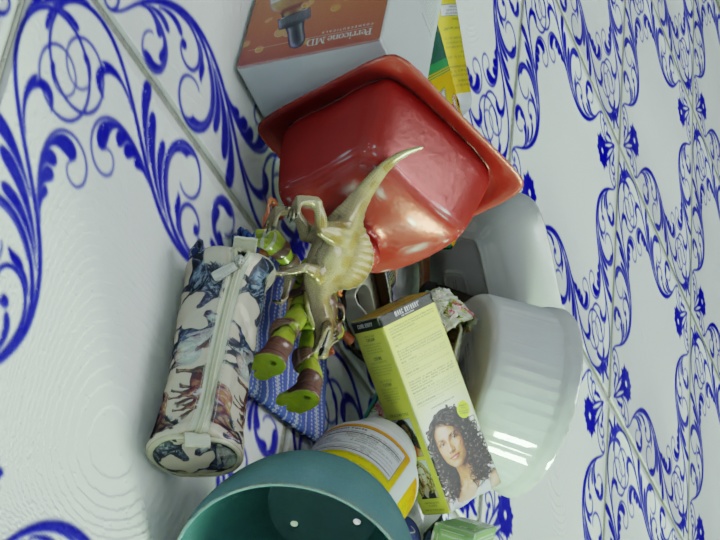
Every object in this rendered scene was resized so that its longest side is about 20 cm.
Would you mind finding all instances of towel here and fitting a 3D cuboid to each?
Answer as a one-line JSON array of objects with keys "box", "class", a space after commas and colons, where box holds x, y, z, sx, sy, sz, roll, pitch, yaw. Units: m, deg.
[{"box": [-0.070, 0.062, 1.638, 0.200, 0.024, 0.146, 45, 43, -57], "class": "towel"}]

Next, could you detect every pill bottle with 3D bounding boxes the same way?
[{"box": [0.062, -0.218, 1.948, 0.111, 0.110, 0.203, -20, 101, -67], "class": "pill bottle"}, {"box": [-0.013, 0.207, 1.613, 0.200, 0.108, 0.110, -45, 123, -63], "class": "pill bottle"}]

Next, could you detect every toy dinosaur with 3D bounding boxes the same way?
[{"box": [-0.026, -0.030, 1.537, 0.100, 0.058, 0.202, 21, 90, -27], "class": "toy dinosaur"}]

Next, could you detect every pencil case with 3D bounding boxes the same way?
[{"box": [-0.119, 0.072, 1.437, 0.090, 0.077, 0.202, 95, 3, -55], "class": "pencil case"}]

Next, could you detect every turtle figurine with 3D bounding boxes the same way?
[{"box": [-0.044, 0.044, 1.599, 0.201, 0.064, 0.162, 64, 31, -43], "class": "turtle figurine"}]

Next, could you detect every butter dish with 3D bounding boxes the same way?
[{"box": [0.012, -0.065, 1.619, 0.199, 0.199, 0.149, 42, 47, -27], "class": "butter dish"}]

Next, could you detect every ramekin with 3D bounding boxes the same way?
[{"box": [0.138, 0.122, 1.826, 0.097, 0.201, 0.202, 18, 55, -17], "class": "ramekin"}]

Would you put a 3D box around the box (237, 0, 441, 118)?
[{"box": [-0.015, -0.237, 1.710, 0.107, 0.151, 0.202, 61, 30, -43], "class": "box"}]

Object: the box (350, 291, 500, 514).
[{"box": [0.063, 0.127, 1.711, 0.075, 0.050, 0.202, -25, 96, -36], "class": "box"}]

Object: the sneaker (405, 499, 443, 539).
[{"box": [0.030, 0.231, 1.771, 0.199, 0.080, 0.117, -5, 83, -75], "class": "sneaker"}]

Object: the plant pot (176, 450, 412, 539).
[{"box": [-0.043, 0.224, 1.435, 0.135, 0.198, 0.202, -69, 144, -64], "class": "plant pot"}]

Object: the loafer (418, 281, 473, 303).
[{"box": [0.098, 0.113, 1.943, 0.073, 0.070, 0.202, -49, 138, -67], "class": "loafer"}]

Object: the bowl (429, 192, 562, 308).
[{"box": [0.135, 0.012, 1.990, 0.074, 0.199, 0.202, -17, 101, -29], "class": "bowl"}]

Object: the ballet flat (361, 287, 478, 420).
[{"box": [0.055, 0.110, 1.770, 0.202, 0.063, 0.076, -63, 163, -11], "class": "ballet flat"}]

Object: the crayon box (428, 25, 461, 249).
[{"box": [0.060, -0.134, 1.809, 0.119, 0.058, 0.201, -69, 151, -43], "class": "crayon box"}]

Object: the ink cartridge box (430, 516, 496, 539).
[{"box": [0.077, 0.344, 1.745, 0.145, 0.047, 0.202, 23, 81, -77], "class": "ink cartridge box"}]

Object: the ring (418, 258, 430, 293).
[{"box": [0.046, 0.012, 1.907, 0.200, 0.019, 0.203, 1, 90, -76], "class": "ring"}]

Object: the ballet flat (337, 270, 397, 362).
[{"box": [0.000, 0.000, 1.774, 0.072, 0.071, 0.203, -35, 115, -65], "class": "ballet flat"}]
